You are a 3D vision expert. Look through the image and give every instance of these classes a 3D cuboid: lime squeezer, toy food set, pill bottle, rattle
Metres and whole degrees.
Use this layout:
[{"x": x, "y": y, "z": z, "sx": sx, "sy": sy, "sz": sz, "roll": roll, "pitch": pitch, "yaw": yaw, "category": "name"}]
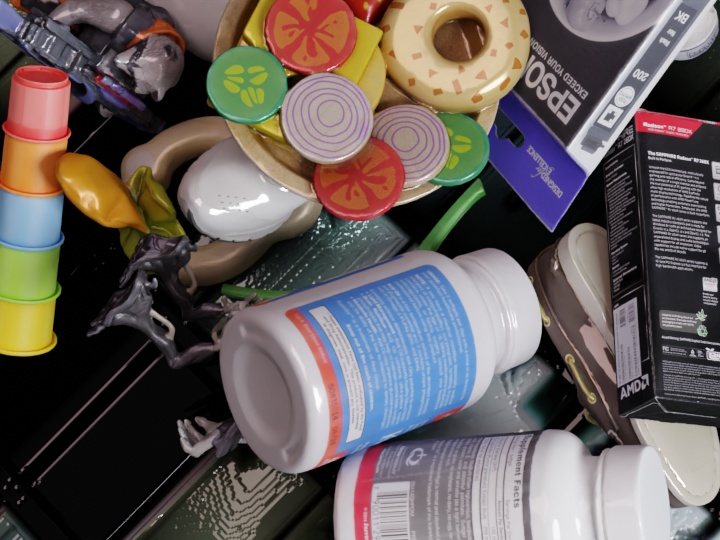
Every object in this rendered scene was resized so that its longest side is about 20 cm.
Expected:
[{"x": 0.000, "y": 0.000, "z": 1.646, "sx": 0.199, "sy": 0.038, "sz": 0.071, "roll": -22, "pitch": 67, "yaw": 6, "category": "lime squeezer"}, {"x": 0.001, "y": -0.131, "z": 1.556, "sx": 0.199, "sy": 0.049, "sz": 0.199, "roll": 26, "pitch": 73, "yaw": 1, "category": "toy food set"}, {"x": 0.018, "y": 0.051, "z": 1.545, "sx": 0.199, "sy": 0.112, "sz": 0.112, "roll": -18, "pitch": 63, "yaw": -31, "category": "pill bottle"}, {"x": -0.089, "y": -0.074, "z": 1.643, "sx": 0.199, "sy": 0.143, "sz": 0.131, "roll": -7, "pitch": 51, "yaw": 18, "category": "rattle"}, {"x": 0.092, "y": 0.159, "z": 1.516, "sx": 0.199, "sy": 0.111, "sz": 0.111, "roll": -6, "pitch": 70, "yaw": 20, "category": "pill bottle"}]

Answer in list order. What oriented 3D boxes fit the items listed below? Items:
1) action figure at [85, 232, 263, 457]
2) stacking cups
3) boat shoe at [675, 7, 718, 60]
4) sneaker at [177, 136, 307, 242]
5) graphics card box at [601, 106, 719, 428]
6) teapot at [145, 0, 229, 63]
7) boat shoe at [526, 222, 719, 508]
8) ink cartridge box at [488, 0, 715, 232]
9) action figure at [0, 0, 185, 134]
[{"x": -0.083, "y": 0.060, "z": 1.612, "sx": 0.200, "sy": 0.102, "sz": 0.119, "roll": 35, "pitch": 47, "yaw": -16, "category": "action figure"}, {"x": -0.230, "y": -0.044, "z": 1.650, "sx": 0.060, "sy": 0.060, "sz": 0.201, "roll": 16, "pitch": 111, "yaw": 18, "category": "stacking cups"}, {"x": 0.170, "y": -0.228, "z": 1.666, "sx": 0.071, "sy": 0.070, "sz": 0.200, "roll": -42, "pitch": 68, "yaw": -3, "category": "boat shoe"}, {"x": -0.035, "y": -0.084, "z": 1.601, "sx": 0.200, "sy": 0.087, "sz": 0.075, "roll": -26, "pitch": 80, "yaw": -28, "category": "sneaker"}, {"x": 0.226, "y": 0.001, "z": 1.551, "sx": 0.125, "sy": 0.051, "sz": 0.201, "roll": 7, "pitch": 68, "yaw": -26, "category": "graphics card box"}, {"x": -0.086, "y": -0.251, "z": 1.696, "sx": 0.199, "sy": 0.146, "sz": 0.198, "roll": -3, "pitch": 70, "yaw": 14, "category": "teapot"}, {"x": 0.172, "y": 0.070, "z": 1.568, "sx": 0.059, "sy": 0.072, "sz": 0.201, "roll": -36, "pitch": 76, "yaw": 44, "category": "boat shoe"}, {"x": 0.128, "y": -0.160, "z": 1.592, "sx": 0.200, "sy": 0.043, "sz": 0.198, "roll": -56, "pitch": 40, "yaw": 16, "category": "ink cartridge box"}, {"x": -0.199, "y": -0.187, "z": 1.673, "sx": 0.193, "sy": 0.200, "sz": 0.105, "roll": 39, "pitch": 92, "yaw": 29, "category": "action figure"}]
